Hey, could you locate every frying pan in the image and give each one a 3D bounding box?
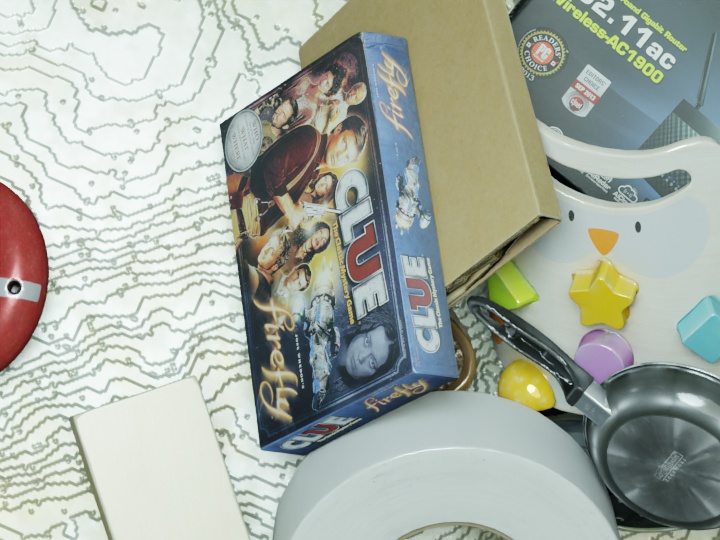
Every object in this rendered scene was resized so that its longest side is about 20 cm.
[{"bbox_3d":[0.151,0.072,1.485,0.190,0.115,0.031,49,41,-16],"label":"frying pan"}]

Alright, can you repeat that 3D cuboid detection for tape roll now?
[{"bbox_3d":[0.050,0.171,1.537,0.202,0.071,0.203,-1,114,-2],"label":"tape roll"}]

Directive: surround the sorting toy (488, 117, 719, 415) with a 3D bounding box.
[{"bbox_3d":[0.143,-0.010,1.506,0.199,0.180,0.107,10,43,22],"label":"sorting toy"}]

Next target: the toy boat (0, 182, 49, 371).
[{"bbox_3d":[-0.275,-0.005,1.536,0.199,0.131,0.131,10,85,-3],"label":"toy boat"}]

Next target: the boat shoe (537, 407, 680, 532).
[{"bbox_3d":[0.141,0.110,1.592,0.199,0.066,0.075,13,85,-3],"label":"boat shoe"}]

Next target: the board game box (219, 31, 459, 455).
[{"bbox_3d":[-0.015,-0.014,1.513,0.035,0.135,0.201,9,63,-39],"label":"board game box"}]

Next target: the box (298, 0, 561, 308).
[{"bbox_3d":[0.035,-0.078,1.510,0.021,0.163,0.201,8,57,-36],"label":"box"}]

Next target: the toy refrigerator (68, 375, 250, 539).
[{"bbox_3d":[-0.101,0.167,1.570,0.076,0.070,0.201,-19,89,-9],"label":"toy refrigerator"}]

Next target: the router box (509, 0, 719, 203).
[{"bbox_3d":[0.172,-0.099,1.612,0.200,0.062,0.150,39,83,-1],"label":"router box"}]

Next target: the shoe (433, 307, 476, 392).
[{"bbox_3d":[0.000,0.000,1.597,0.070,0.053,0.200,-35,75,3],"label":"shoe"}]
